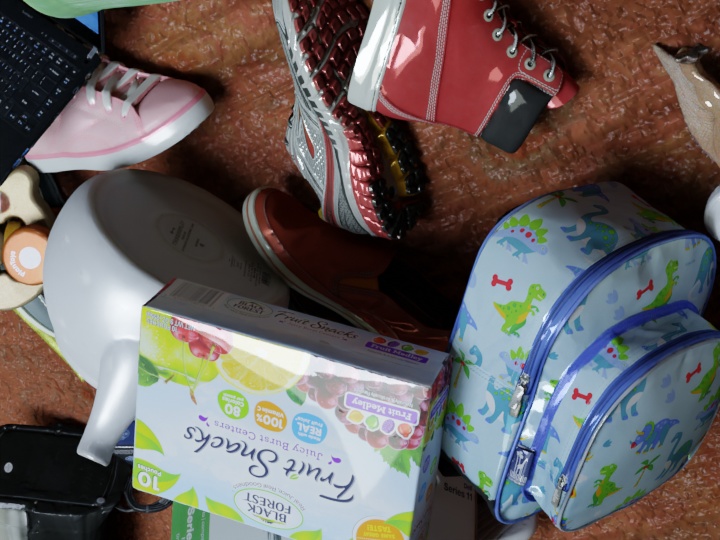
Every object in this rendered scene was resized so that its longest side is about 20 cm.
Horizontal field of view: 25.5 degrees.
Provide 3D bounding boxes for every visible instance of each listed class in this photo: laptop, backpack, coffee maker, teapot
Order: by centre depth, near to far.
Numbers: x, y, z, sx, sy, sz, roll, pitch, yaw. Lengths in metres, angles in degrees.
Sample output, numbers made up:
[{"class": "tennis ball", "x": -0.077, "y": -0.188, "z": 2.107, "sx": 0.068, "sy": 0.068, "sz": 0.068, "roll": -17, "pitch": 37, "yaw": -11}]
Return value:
[{"class": "backpack", "x": 0.151, "y": 0.055, "z": 1.033, "sx": 0.147, "sy": 0.182, "sz": 0.202, "roll": 36, "pitch": 129, "yaw": 37}, {"class": "laptop", "x": -0.280, "y": -0.194, "z": 1.165, "sx": 0.177, "sy": 0.201, "sz": 0.103, "roll": 35, "pitch": 174, "yaw": 33}, {"class": "teapot", "x": -0.157, "y": 0.029, "z": 1.184, "sx": 0.198, "sy": 0.199, "sz": 0.147, "roll": 47, "pitch": 120, "yaw": 27}, {"class": "coffee maker", "x": -0.271, "y": 0.262, "z": 1.501, "sx": 0.191, "sy": 0.135, "sz": 0.201, "roll": 21, "pitch": 131, "yaw": 19}]

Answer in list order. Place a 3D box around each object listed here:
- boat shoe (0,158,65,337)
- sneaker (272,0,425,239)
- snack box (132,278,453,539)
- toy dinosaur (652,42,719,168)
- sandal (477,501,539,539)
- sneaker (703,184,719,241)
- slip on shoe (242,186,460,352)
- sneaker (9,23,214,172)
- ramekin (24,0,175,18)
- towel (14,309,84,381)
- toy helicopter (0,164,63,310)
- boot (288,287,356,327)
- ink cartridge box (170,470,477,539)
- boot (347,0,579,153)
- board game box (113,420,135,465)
[{"class": "boat shoe", "x": -0.272, "y": -0.032, "z": 1.334, "sx": 0.061, "sy": 0.073, "sz": 0.202, "roll": -10, "pitch": 110, "yaw": 42}, {"class": "sneaker", "x": -0.026, "y": -0.111, "z": 1.111, "sx": 0.082, "sy": 0.078, "sz": 0.202, "roll": 3, "pitch": 120, "yaw": 38}, {"class": "snack box", "x": -0.048, "y": 0.100, "z": 1.038, "sx": 0.198, "sy": 0.053, "sz": 0.144, "roll": 15, "pitch": 118, "yaw": 16}, {"class": "toy dinosaur", "x": 0.257, "y": -0.082, "z": 0.944, "sx": 0.198, "sy": 0.086, "sz": 0.136, "roll": 10, "pitch": 133, "yaw": 34}, {"class": "sandal", "x": 0.060, "y": 0.235, "z": 1.300, "sx": 0.205, "sy": 0.079, "sz": 0.060, "roll": -11, "pitch": 112, "yaw": 36}, {"class": "sneaker", "x": 0.291, "y": 0.017, "z": 0.965, "sx": 0.199, "sy": 0.115, "sz": 0.076, "roll": 29, "pitch": 133, "yaw": 13}, {"class": "slip on shoe", "x": 0.000, "y": 0.000, "z": 1.180, "sx": 0.199, "sy": 0.074, "sz": 0.061, "roll": 38, "pitch": 128, "yaw": -3}, {"class": "sneaker", "x": -0.207, "y": -0.136, "z": 1.212, "sx": 0.199, "sy": 0.075, "sz": 0.105, "roll": -3, "pitch": 124, "yaw": 40}, {"class": "ramekin", "x": -0.152, "y": -0.262, "z": 1.008, "sx": 0.097, "sy": 0.200, "sz": 0.202, "roll": 3, "pitch": 123, "yaw": 23}, {"class": "towel", "x": -0.298, "y": 0.009, "z": 1.418, "sx": 0.200, "sy": 0.018, "sz": 0.086, "roll": 45, "pitch": 135, "yaw": -2}, {"class": "toy helicopter", "x": -0.320, "y": -0.058, "z": 1.272, "sx": 0.131, "sy": 0.079, "sz": 0.201, "roll": -27, "pitch": 100, "yaw": 15}, {"class": "boot", "x": -0.039, "y": 0.049, "z": 1.243, "sx": 0.199, "sy": 0.075, "sz": 0.074, "roll": 35, "pitch": 116, "yaw": 34}, {"class": "ink cartridge box", "x": -0.028, "y": 0.196, "z": 1.223, "sx": 0.199, "sy": 0.084, "sz": 0.146, "roll": -23, "pitch": 145, "yaw": 38}, {"class": "boot", "x": 0.083, "y": -0.175, "z": 1.009, "sx": 0.143, "sy": 0.073, "sz": 0.201, "roll": 18, "pitch": 123, "yaw": 4}, {"class": "board game box", "x": -0.081, "y": 0.153, "z": 1.310, "sx": 0.198, "sy": 0.062, "sz": 0.200, "roll": -2, "pitch": 153, "yaw": 14}]
